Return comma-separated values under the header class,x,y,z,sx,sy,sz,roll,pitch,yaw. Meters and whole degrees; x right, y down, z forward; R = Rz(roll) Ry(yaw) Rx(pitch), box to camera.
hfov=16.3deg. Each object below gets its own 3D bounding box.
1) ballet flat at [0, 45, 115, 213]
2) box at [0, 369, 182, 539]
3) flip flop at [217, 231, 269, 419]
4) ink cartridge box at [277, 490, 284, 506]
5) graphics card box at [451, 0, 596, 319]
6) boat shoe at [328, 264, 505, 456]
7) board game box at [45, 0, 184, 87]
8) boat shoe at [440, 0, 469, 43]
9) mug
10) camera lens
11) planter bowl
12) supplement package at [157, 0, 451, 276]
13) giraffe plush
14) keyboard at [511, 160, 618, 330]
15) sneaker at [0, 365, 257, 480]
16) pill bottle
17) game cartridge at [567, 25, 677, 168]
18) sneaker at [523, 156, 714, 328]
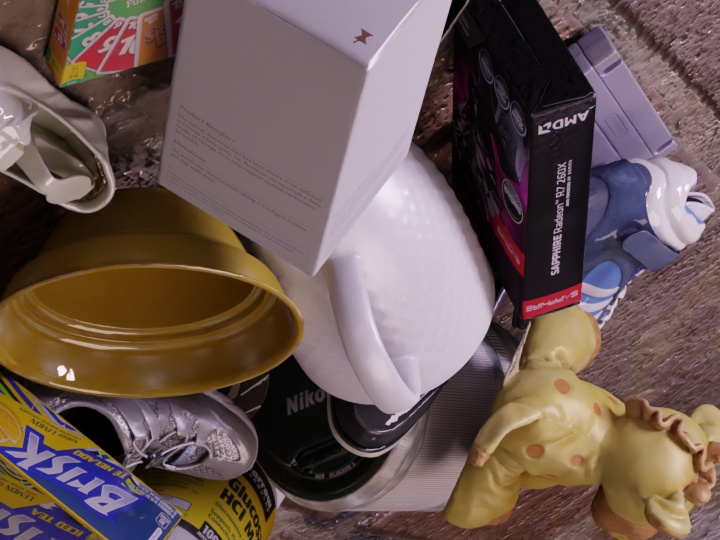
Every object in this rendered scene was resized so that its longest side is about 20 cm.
class,x,y,z,sx,sy,sz,roll,pitch,yaw
ballet flat,-0.195,-0.078,1.410,0.069,0.070,0.200,-38,154,13
box,-0.217,0.130,1.602,0.070,0.200,0.064,-52,179,37
flip flop,-0.106,0.047,1.759,0.081,0.058,0.201,-10,133,-26
ink cartridge box,-0.156,0.213,2.022,0.199,0.050,0.163,-22,154,-39
graphics card box,0.104,-0.079,1.633,0.051,0.126,0.201,-16,142,-13
boat shoe,0.042,0.040,1.728,0.202,0.074,0.063,-55,-173,-32
board game box,-0.112,-0.181,1.366,0.095,0.030,0.201,-18,149,-27
boat shoe,0.058,-0.197,1.488,0.073,0.063,0.202,1,138,-46
mug,0.000,0.000,1.615,0.147,0.201,0.176,-18,142,8
camera lens,0.022,0.098,1.863,0.160,0.161,0.199,-44,153,25
planter bowl,-0.135,0.004,1.570,0.199,0.084,0.201,-3,154,-1
supplement package,-0.031,-0.116,1.422,0.117,0.116,0.200,-52,168,-33
giraffe plush,0.167,0.119,1.733,0.173,0.161,0.200,-63,175,-19
keyboard,0.178,-0.025,1.911,0.126,0.021,0.200,-19,154,-13
sneaker,-0.158,0.113,1.699,0.199,0.082,0.075,19,127,-28
pill bottle,-0.125,0.185,1.828,0.112,0.112,0.200,-46,-174,29
game cartridge,0.149,-0.096,1.807,0.129,0.039,0.200,-31,155,8
sneaker,0.192,-0.007,1.838,0.145,0.081,0.201,-15,146,-7
